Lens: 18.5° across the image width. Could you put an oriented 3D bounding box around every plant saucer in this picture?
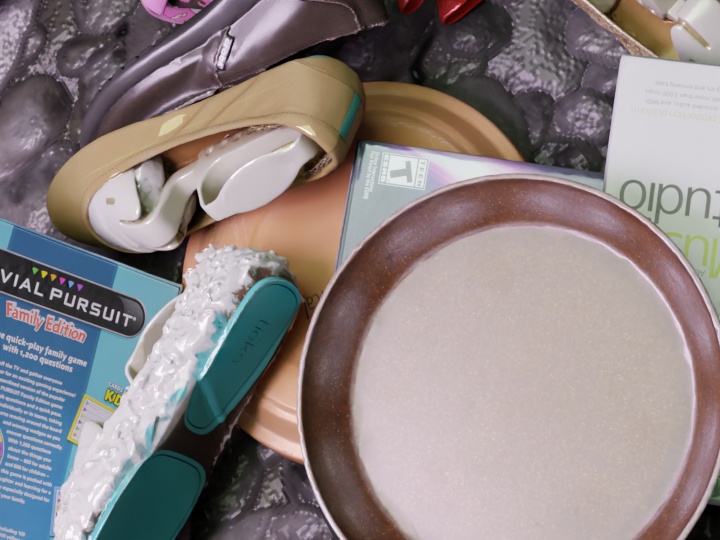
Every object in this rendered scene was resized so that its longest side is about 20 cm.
[{"bbox_3d":[0.069,0.058,0.994,0.198,0.034,0.202,-3,81,16],"label":"plant saucer"},{"bbox_3d":[0.000,0.000,1.114,0.198,0.032,0.202,-6,73,20],"label":"plant saucer"}]

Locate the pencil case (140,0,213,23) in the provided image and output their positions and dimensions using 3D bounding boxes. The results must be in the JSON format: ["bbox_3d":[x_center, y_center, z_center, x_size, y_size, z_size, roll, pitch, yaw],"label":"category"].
[{"bbox_3d":[-0.087,-0.233,1.185,0.086,0.083,0.202,-13,72,15],"label":"pencil case"}]

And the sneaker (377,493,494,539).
[{"bbox_3d":[0.012,0.180,1.029,0.198,0.070,0.094,-27,67,2],"label":"sneaker"}]

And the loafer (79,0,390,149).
[{"bbox_3d":[-0.065,-0.099,1.127,0.199,0.073,0.072,-36,90,31],"label":"loafer"}]

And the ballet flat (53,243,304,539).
[{"bbox_3d":[-0.099,0.074,1.085,0.071,0.072,0.201,30,84,25],"label":"ballet flat"}]

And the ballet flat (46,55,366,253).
[{"bbox_3d":[-0.085,-0.046,1.100,0.199,0.069,0.063,-26,38,30],"label":"ballet flat"}]

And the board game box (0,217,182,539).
[{"bbox_3d":[-0.181,0.082,1.092,0.047,0.150,0.202,-1,72,49],"label":"board game box"}]

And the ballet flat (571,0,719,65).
[{"bbox_3d":[0.152,-0.127,1.074,0.200,0.065,0.071,37,92,25],"label":"ballet flat"}]

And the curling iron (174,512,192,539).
[{"bbox_3d":[-0.087,0.144,1.108,0.049,0.026,0.202,-8,73,15],"label":"curling iron"}]

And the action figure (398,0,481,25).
[{"bbox_3d":[0.008,-0.225,1.158,0.052,0.065,0.201,-42,64,33],"label":"action figure"}]

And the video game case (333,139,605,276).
[{"bbox_3d":[0.084,0.021,1.056,0.198,0.019,0.144,8,81,10],"label":"video game case"}]

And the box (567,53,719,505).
[{"bbox_3d":[0.177,0.009,1.014,0.143,0.036,0.202,7,86,8],"label":"box"}]
